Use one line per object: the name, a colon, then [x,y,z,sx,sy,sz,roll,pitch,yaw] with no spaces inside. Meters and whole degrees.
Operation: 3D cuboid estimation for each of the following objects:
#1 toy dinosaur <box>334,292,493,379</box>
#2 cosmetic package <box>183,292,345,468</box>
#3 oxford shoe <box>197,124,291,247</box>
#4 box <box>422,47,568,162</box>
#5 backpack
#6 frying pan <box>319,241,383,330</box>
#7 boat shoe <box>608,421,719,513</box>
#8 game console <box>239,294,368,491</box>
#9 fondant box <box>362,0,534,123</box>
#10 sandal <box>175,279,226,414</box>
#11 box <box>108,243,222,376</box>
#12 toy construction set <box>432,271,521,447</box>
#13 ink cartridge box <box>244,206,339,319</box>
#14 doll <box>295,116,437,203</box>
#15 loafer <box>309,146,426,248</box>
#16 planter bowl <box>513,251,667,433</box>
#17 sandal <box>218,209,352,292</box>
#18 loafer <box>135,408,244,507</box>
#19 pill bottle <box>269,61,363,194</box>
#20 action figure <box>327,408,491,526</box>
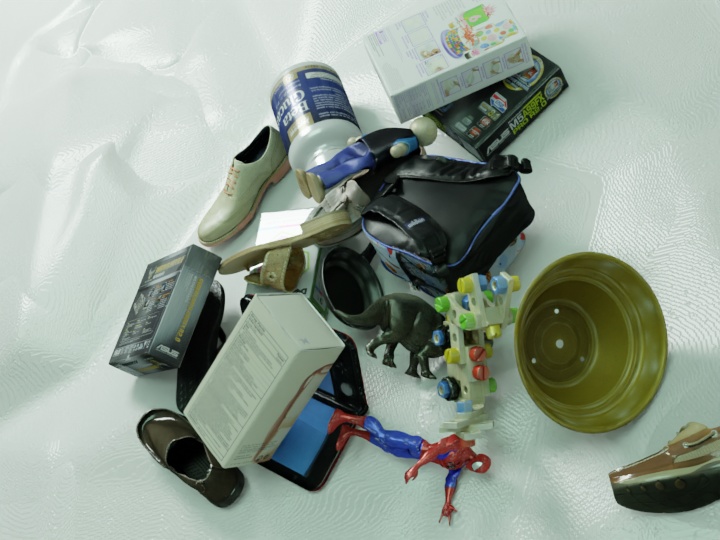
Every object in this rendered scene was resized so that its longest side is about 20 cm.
toy dinosaur: [0.061,0.072,1.631,0.198,0.077,0.103,22,81,-6]
cosmetic package: [-0.119,0.134,1.625,0.104,0.087,0.201,50,121,28]
oxford shoe: [-0.179,-0.126,1.928,0.070,0.074,0.201,26,74,39]
box: [0.165,-0.257,1.839,0.160,0.044,0.200,-44,49,-2]
backpack: [0.105,-0.058,1.671,0.190,0.155,0.200,26,61,37]
frying pan: [-0.012,-0.006,1.734,0.031,0.115,0.192,-28,46,36]
boat shoe: [0.363,0.202,1.410,0.198,0.076,0.074,-14,48,11]
game console: [-0.101,0.150,1.678,0.199,0.174,0.118,20,44,37]
fondant box: [0.118,-0.299,1.808,0.198,0.058,0.145,-24,46,3]
sandal: [-0.216,0.109,1.817,0.074,0.045,0.202,-11,61,25]
box: [-0.267,0.058,1.801,0.200,0.048,0.160,-17,49,62]
toy construction set: [0.132,0.102,1.534,0.131,0.091,0.202,-1,81,64]
ink cartridge box: [-0.095,0.015,1.797,0.103,0.059,0.202,-5,58,25]
doll: [0.013,-0.154,1.741,0.199,0.049,0.136,-27,21,-16]
loafer: [0.008,-0.107,1.779,0.199,0.063,0.072,-35,67,-19]
planter bowl: [0.245,0.083,1.514,0.201,0.200,0.083,-58,15,-15]
sandal: [-0.096,-0.007,1.726,0.210,0.077,0.070,-25,77,26]
loafer: [-0.228,0.229,1.722,0.199,0.071,0.073,28,75,39]
pill bottle: [-0.056,-0.193,1.878,0.110,0.111,0.201,-28,50,10]
action figure: [0.053,0.230,1.556,0.198,0.065,0.100,6,58,22]
